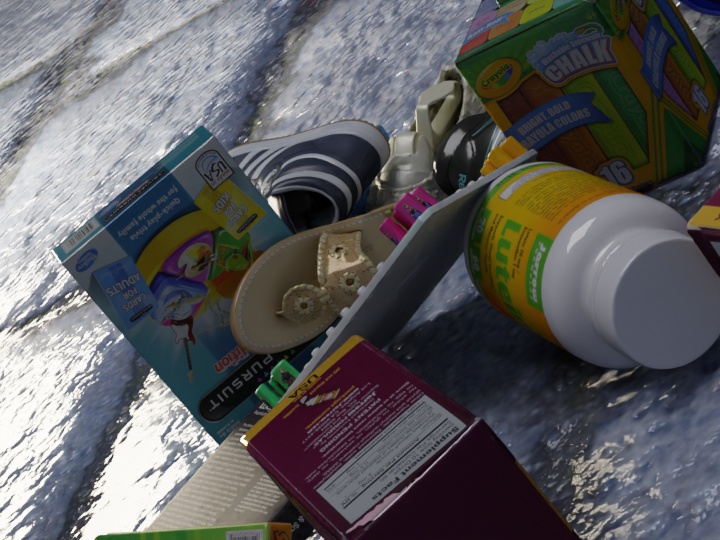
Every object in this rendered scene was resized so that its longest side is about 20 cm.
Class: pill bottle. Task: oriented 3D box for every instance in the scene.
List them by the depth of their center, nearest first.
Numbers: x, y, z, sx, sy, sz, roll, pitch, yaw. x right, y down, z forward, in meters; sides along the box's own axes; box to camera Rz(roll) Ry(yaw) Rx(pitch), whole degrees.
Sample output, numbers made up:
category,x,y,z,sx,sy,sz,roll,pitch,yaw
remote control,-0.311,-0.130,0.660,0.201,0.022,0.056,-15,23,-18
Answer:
category,x,y,z,sx,sy,sz,roll,pitch,yaw
pill bottle,0.153,-0.001,1.326,0.111,0.111,0.200,-42,22,-7

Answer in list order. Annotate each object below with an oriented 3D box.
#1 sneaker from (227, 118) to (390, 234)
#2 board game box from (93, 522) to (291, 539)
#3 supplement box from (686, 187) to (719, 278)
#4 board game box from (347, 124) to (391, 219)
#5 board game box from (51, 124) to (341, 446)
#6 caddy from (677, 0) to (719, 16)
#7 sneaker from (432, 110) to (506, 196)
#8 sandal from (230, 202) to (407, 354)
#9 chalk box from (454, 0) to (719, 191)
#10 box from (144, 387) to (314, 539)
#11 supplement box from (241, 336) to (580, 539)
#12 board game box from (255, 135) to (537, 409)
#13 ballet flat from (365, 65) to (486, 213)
category,x,y,z,sx,sy,sz,roll,pitch,yaw
sneaker,-0.075,-0.055,1.686,0.200,0.070,0.109,-18,29,36
board game box,-0.116,0.219,1.364,0.200,0.030,0.096,-10,76,46
supplement box,0.311,-0.052,1.193,0.200,0.103,0.131,-46,23,-18
board game box,-0.068,-0.016,1.765,0.200,0.056,0.196,-24,27,32
board game box,-0.115,0.013,1.591,0.151,0.200,0.047,-40,22,-4
caddy,0.294,-0.276,1.559,0.200,0.142,0.105,-21,24,-16
sneaker,0.147,-0.128,1.653,0.200,0.075,0.079,-52,36,-10
sandal,-0.002,-0.005,1.565,0.211,0.078,0.070,-29,9,-34
chalk box,0.158,-0.163,1.509,0.125,0.200,0.124,-24,26,32
box,-0.070,0.157,1.468,0.200,0.036,0.143,-49,26,-21
supplement box,0.030,0.136,1.210,0.103,0.131,0.200,-41,23,-7
board game box,0.025,0.002,1.438,0.200,0.026,0.200,-53,-11,28
ballet flat,0.051,-0.104,1.722,0.072,0.072,0.200,-19,29,39
